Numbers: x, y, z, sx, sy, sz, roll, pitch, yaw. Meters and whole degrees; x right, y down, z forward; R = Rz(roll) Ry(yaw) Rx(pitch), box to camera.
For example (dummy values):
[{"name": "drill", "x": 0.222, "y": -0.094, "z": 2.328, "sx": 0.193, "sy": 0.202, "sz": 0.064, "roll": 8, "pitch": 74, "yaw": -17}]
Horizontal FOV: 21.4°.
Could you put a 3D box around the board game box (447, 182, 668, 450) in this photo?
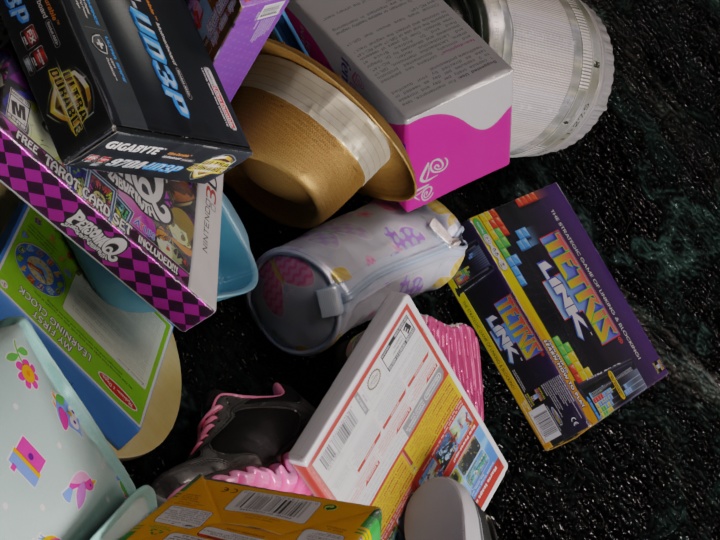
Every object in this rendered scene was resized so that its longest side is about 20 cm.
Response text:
[{"name": "board game box", "x": 0.164, "y": 0.035, "z": 1.630, "sx": 0.165, "sy": 0.057, "sz": 0.201, "roll": -24, "pitch": 82, "yaw": -54}]

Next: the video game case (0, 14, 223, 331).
[{"name": "video game case", "x": -0.163, "y": -0.085, "z": 1.210, "sx": 0.200, "sy": 0.036, "sz": 0.182, "roll": 43, "pitch": 30, "yaw": -34}]

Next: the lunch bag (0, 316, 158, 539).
[{"name": "lunch bag", "x": -0.199, "y": 0.156, "z": 1.038, "sx": 0.201, "sy": 0.122, "sz": 0.170, "roll": 58, "pitch": 31, "yaw": -13}]

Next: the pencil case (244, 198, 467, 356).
[{"name": "pencil case", "x": 0.000, "y": 0.000, "z": 1.430, "sx": 0.200, "sy": 0.090, "sz": 0.084, "roll": -25, "pitch": 123, "yaw": -54}]

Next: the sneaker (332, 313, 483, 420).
[{"name": "sneaker", "x": 0.036, "y": 0.078, "z": 1.428, "sx": 0.200, "sy": 0.087, "sz": 0.074, "roll": 29, "pitch": 54, "yaw": -67}]

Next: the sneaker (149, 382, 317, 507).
[{"name": "sneaker", "x": -0.086, "y": 0.123, "z": 1.258, "sx": 0.095, "sy": 0.079, "sz": 0.200, "roll": 45, "pitch": 29, "yaw": 20}]

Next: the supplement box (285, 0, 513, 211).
[{"name": "supplement box", "x": 0.024, "y": -0.157, "z": 1.482, "sx": 0.103, "sy": 0.102, "sz": 0.200, "roll": -26, "pitch": 52, "yaw": -21}]

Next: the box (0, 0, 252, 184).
[{"name": "box", "x": -0.160, "y": -0.154, "z": 1.188, "sx": 0.159, "sy": 0.046, "sz": 0.201, "roll": 5, "pitch": 58, "yaw": -63}]

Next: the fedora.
[{"name": "fedora", "x": -0.053, "y": -0.090, "z": 1.398, "sx": 0.201, "sy": 0.200, "sz": 0.082, "roll": 43, "pitch": 72, "yaw": -18}]

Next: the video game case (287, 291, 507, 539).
[{"name": "video game case", "x": 0.031, "y": 0.132, "z": 1.306, "sx": 0.143, "sy": 0.017, "sz": 0.200, "roll": -57, "pitch": 137, "yaw": -27}]

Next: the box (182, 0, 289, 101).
[{"name": "box", "x": -0.110, "y": -0.199, "z": 1.278, "sx": 0.039, "sy": 0.200, "sz": 0.138, "roll": -17, "pitch": 78, "yaw": -22}]

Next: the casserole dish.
[{"name": "casserole dish", "x": -0.141, "y": -0.025, "z": 1.285, "sx": 0.122, "sy": 0.039, "sz": 0.200, "roll": 61, "pitch": 23, "yaw": 9}]

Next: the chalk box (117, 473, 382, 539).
[{"name": "chalk box", "x": -0.066, "y": 0.238, "z": 1.082, "sx": 0.124, "sy": 0.124, "sz": 0.201, "roll": -34, "pitch": 129, "yaw": -65}]

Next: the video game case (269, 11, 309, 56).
[{"name": "video game case", "x": -0.080, "y": -0.197, "z": 1.427, "sx": 0.143, "sy": 0.018, "sz": 0.200, "roll": 51, "pitch": -5, "yaw": 39}]

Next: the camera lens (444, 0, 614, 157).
[{"name": "camera lens", "x": 0.105, "y": -0.183, "z": 1.642, "sx": 0.199, "sy": 0.160, "sz": 0.161, "roll": 4, "pitch": 60, "yaw": -49}]

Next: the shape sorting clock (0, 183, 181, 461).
[{"name": "shape sorting clock", "x": -0.188, "y": 0.031, "z": 1.218, "sx": 0.200, "sy": 0.039, "sz": 0.201, "roll": 44, "pitch": 26, "yaw": -28}]

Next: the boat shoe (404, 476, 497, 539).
[{"name": "boat shoe", "x": 0.070, "y": 0.232, "z": 1.255, "sx": 0.057, "sy": 0.068, "sz": 0.201, "roll": 36, "pitch": 40, "yaw": -42}]
